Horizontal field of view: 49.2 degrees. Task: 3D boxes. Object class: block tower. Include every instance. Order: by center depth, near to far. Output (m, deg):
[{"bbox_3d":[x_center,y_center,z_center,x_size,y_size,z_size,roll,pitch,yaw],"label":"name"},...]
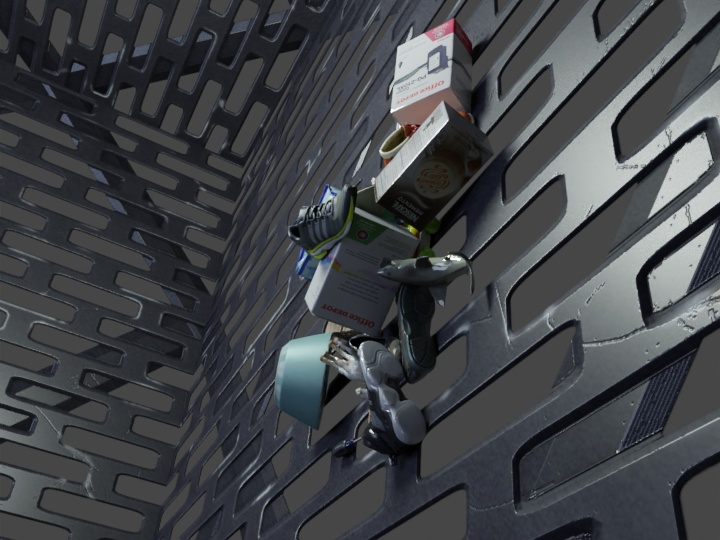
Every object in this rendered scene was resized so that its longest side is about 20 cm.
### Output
[{"bbox_3d":[-0.012,0.111,1.647,0.199,0.053,0.059,-13,58,68],"label":"block tower"}]

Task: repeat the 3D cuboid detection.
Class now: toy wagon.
[{"bbox_3d":[0.091,-0.010,1.502,0.155,0.039,0.204,-42,33,55],"label":"toy wagon"}]

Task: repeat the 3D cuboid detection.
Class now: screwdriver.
[{"bbox_3d":[-0.002,0.311,1.455,0.029,0.028,0.200,-46,1,-41],"label":"screwdriver"}]

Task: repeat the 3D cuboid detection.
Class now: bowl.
[{"bbox_3d":[-0.122,0.226,1.653,0.201,0.102,0.206,8,-90,-90],"label":"bowl"}]

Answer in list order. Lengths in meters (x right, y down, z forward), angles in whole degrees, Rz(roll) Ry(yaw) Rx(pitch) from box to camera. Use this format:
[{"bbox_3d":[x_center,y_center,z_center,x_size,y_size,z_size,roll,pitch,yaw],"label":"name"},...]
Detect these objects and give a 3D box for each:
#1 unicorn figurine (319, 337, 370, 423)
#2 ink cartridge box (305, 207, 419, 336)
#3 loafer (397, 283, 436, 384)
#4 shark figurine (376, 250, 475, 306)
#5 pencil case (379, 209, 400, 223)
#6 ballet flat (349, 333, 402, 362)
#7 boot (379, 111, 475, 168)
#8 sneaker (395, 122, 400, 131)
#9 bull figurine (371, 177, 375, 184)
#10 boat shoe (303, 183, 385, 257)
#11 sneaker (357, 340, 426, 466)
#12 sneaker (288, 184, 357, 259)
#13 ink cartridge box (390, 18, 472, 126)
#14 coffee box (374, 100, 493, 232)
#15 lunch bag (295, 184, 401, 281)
[{"bbox_3d":[-0.011,0.190,1.486,0.074,0.136,0.200,-52,1,7],"label":"unicorn figurine"},{"bbox_3d":[0.000,0.000,1.464,0.203,0.142,0.084,-66,20,11],"label":"ink cartridge box"},{"bbox_3d":[0.089,0.100,1.354,0.063,0.070,0.203,121,158,-44],"label":"loafer"},{"bbox_3d":[0.141,0.015,1.319,0.212,0.126,0.092,-5,90,51],"label":"shark figurine"},{"bbox_3d":[0.063,-0.139,1.570,0.085,0.092,0.201,38,88,32],"label":"pencil case"},{"bbox_3d":[0.031,0.153,1.475,0.199,0.056,0.068,-10,62,69],"label":"ballet flat"},{"bbox_3d":[0.125,-0.246,1.473,0.199,0.108,0.075,-40,40,-3],"label":"boot"},{"bbox_3d":[0.134,-0.347,1.689,0.090,0.069,0.204,-23,47,69],"label":"sneaker"},{"bbox_3d":[0.071,-0.193,1.708,0.200,0.064,0.123,-120,52,-71],"label":"bull figurine"},{"bbox_3d":[-0.031,-0.107,1.511,0.198,0.072,0.068,-35,27,13],"label":"boat shoe"},{"bbox_3d":[0.031,0.223,1.307,0.115,0.074,0.202,-60,44,37],"label":"sneaker"},{"bbox_3d":[-0.067,-0.089,1.392,0.200,0.080,0.075,-47,30,48],"label":"sneaker"},{"bbox_3d":[0.146,-0.387,1.592,0.143,0.084,0.204,-18,49,32],"label":"ink cartridge box"},{"bbox_3d":[0.128,-0.183,1.411,0.200,0.113,0.080,-47,27,26],"label":"coffee box"},{"bbox_3d":[-0.031,-0.057,1.698,0.204,0.167,0.128,-67,19,10],"label":"lunch bag"}]
